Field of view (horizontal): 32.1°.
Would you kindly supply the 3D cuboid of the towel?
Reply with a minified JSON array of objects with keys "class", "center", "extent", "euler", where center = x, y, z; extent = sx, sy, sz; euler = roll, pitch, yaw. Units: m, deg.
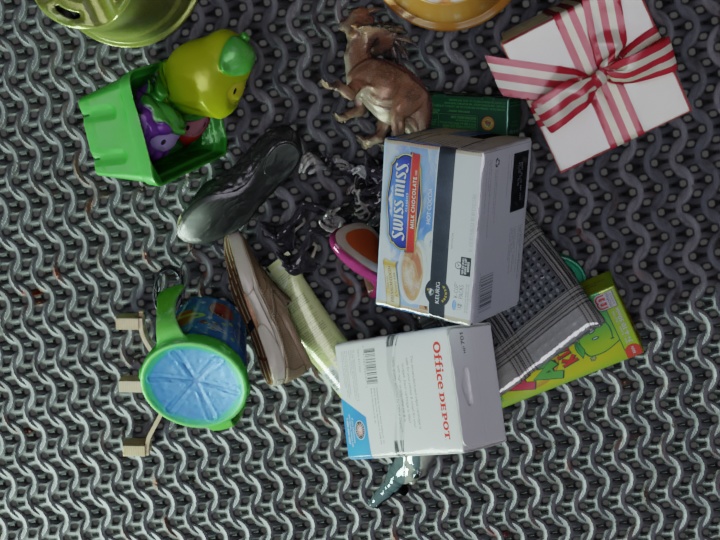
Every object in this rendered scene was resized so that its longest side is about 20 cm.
[{"class":"towel","center":[0.168,0.045,1.540],"extent":[0.199,0.035,0.193],"euler":[-37,66,12]}]

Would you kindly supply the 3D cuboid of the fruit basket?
[{"class":"fruit basket","center":[-0.203,-0.195,1.475],"extent":[0.214,0.216,0.157],"euler":[-10,104,8]}]

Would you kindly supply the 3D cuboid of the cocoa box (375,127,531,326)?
[{"class":"cocoa box","center":[0.107,-0.056,1.446],"extent":[0.130,0.133,0.202],"euler":[12,107,30]}]

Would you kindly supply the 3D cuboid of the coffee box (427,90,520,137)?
[{"class":"coffee box","center":[0.130,-0.115,1.525],"extent":[0.122,0.044,0.202],"euler":[6,104,27]}]

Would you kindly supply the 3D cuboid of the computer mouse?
[{"class":"computer mouse","center":[-0.216,-0.030,1.609],"extent":[0.058,0.034,0.201],"euler":[26,107,-12]}]

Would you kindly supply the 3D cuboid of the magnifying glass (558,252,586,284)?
[{"class":"magnifying glass","center":[0.188,0.027,1.590],"extent":[0.198,0.022,0.080],"euler":[-10,108,10]}]

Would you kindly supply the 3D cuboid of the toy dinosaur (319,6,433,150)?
[{"class":"toy dinosaur","center":[0.036,-0.220,1.489],"extent":[0.200,0.086,0.136],"euler":[45,79,-6]}]

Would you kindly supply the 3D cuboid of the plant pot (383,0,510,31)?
[{"class":"plant pot","center":[0.098,-0.366,1.410],"extent":[0.198,0.183,0.202],"euler":[1,105,5]}]

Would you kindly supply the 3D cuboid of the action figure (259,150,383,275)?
[{"class":"action figure","center":[-0.030,-0.081,1.535],"extent":[0.200,0.102,0.119],"euler":[-38,54,20]}]

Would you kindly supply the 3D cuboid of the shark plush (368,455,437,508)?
[{"class":"shark plush","center":[0.064,0.229,1.654],"extent":[0.083,0.091,0.201],"euler":[33,128,16]}]

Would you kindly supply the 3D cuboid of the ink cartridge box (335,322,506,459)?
[{"class":"ink cartridge box","center":[0.070,0.148,1.519],"extent":[0.199,0.085,0.148],"euler":[-11,84,45]}]

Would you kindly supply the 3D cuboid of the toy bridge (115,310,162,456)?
[{"class":"toy bridge","center":[-0.287,0.150,1.665],"extent":[0.067,0.027,0.202],"euler":[1,105,3]}]

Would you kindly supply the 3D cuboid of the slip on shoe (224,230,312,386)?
[{"class":"slip on shoe","center":[-0.118,0.043,1.579],"extent":[0.060,0.076,0.201],"euler":[-18,81,-18]}]

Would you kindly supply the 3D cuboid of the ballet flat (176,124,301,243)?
[{"class":"ballet flat","center":[-0.148,-0.102,1.549],"extent":[0.200,0.057,0.066],"euler":[-38,117,14]}]

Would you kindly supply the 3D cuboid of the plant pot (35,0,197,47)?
[{"class":"plant pot","center":[-0.297,-0.353,1.451],"extent":[0.198,0.184,0.202],"euler":[1,105,5]}]

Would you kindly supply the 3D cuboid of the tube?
[{"class":"tube","center":[-0.061,0.075,1.617],"extent":[0.058,0.052,0.200],"euler":[-40,94,-26]}]

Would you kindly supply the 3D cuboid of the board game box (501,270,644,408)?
[{"class":"board game box","center":[0.243,0.089,1.575],"extent":[0.199,0.048,0.102],"euler":[-24,111,15]}]

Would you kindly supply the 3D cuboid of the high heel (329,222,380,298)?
[{"class":"high heel","center":[0.000,0.000,1.519],"extent":[0.096,0.200,0.068],"euler":[-24,61,28]}]

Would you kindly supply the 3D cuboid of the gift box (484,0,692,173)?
[{"class":"gift box","center":[0.251,-0.237,1.429],"extent":[0.184,0.187,0.201],"euler":[-30,101,12]}]

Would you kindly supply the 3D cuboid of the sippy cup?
[{"class":"sippy cup","center":[-0.200,0.106,1.583],"extent":[0.138,0.131,0.179],"euler":[14,123,-4]}]
